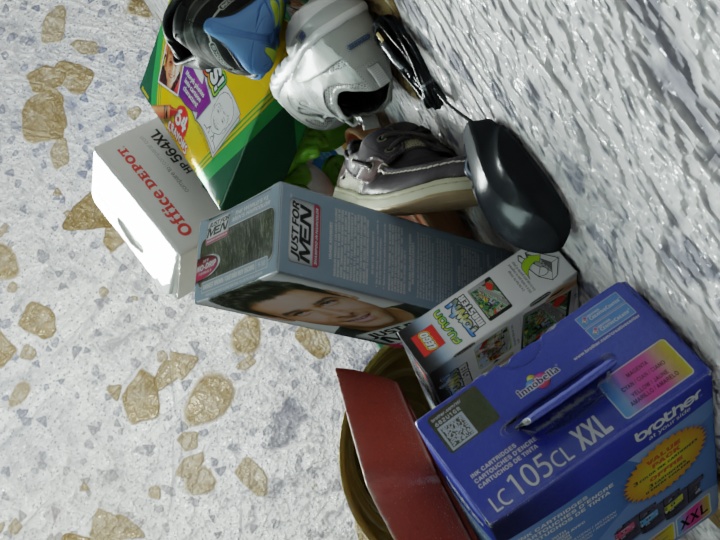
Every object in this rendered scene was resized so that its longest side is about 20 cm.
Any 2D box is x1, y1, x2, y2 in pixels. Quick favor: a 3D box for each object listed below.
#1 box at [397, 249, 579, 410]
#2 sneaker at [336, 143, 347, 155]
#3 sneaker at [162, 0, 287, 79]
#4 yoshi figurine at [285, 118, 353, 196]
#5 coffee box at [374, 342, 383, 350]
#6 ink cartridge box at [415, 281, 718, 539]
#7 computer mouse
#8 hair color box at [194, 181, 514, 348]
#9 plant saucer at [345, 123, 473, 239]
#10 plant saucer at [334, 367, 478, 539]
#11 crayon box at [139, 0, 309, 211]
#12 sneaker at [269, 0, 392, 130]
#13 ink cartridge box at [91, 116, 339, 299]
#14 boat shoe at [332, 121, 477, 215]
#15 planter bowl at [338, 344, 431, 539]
[{"bbox_3d":[0.095,0.063,0.730,0.035,0.110,0.200,54,174,29],"label":"box"},{"bbox_3d":[-0.032,-0.078,1.226,0.075,0.088,0.200,49,172,46],"label":"sneaker"},{"bbox_3d":[-0.097,-0.176,0.783,0.200,0.082,0.071,-109,31,-78],"label":"sneaker"},{"bbox_3d":[-0.039,-0.092,0.991,0.112,0.112,0.201,-46,52,46],"label":"yoshi figurine"},{"bbox_3d":[0.043,0.029,1.073,0.200,0.044,0.123,57,-149,8],"label":"coffee box"},{"bbox_3d":[0.115,0.099,0.588,0.076,0.136,0.200,52,173,40],"label":"ink cartridge box"},{"bbox_3d":[0.055,-0.082,0.644,0.200,0.034,0.059,54,175,34],"label":"computer mouse"},{"bbox_3d":[0.000,0.004,0.735,0.099,0.200,0.061,-20,62,49],"label":"hair color box"},{"bbox_3d":[0.053,-0.042,0.930,0.201,0.032,0.200,57,176,6],"label":"plant saucer"},{"bbox_3d":[0.051,0.163,0.658,0.200,0.037,0.200,62,180,-14],"label":"plant saucer"},{"bbox_3d":[-0.111,-0.178,0.951,0.200,0.058,0.173,53,129,39],"label":"crayon box"},{"bbox_3d":[-0.017,-0.130,0.795,0.082,0.075,0.200,58,175,5],"label":"sneaker"},{"bbox_3d":[-0.139,-0.087,1.067,0.146,0.200,0.084,48,150,17],"label":"ink cartridge box"},{"bbox_3d":[0.028,-0.071,0.757,0.200,0.072,0.065,-175,83,-72],"label":"boat shoe"},{"bbox_3d":[0.055,0.132,0.880,0.201,0.200,0.083,58,158,-16],"label":"planter bowl"}]
